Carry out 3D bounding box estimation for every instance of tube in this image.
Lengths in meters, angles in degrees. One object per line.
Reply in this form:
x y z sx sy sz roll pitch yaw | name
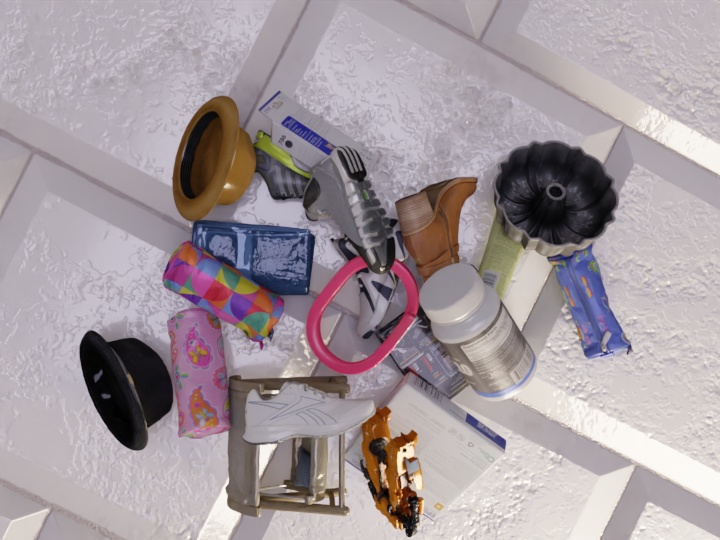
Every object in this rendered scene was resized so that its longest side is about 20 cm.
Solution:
0.230 -0.023 1.233 0.058 0.052 0.201 52 51 -40 | tube

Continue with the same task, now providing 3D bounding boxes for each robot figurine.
0.053 0.319 1.184 0.058 0.145 0.201 -24 125 -25 | robot figurine

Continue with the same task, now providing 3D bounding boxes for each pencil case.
-0.211 0.037 1.173 0.199 0.088 0.089 35 88 -14 | pencil case
0.377 0.052 1.250 0.078 0.087 0.201 -21 91 18 | pencil case
-0.254 0.159 1.187 0.087 0.088 0.202 -10 73 -4 | pencil case

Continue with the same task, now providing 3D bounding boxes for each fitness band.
0.004 0.067 1.181 0.143 0.037 0.200 41 100 6 | fitness band

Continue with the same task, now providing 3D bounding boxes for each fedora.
-0.221 -0.169 1.191 0.081 0.200 0.202 15 90 -41 | fedora
-0.358 0.176 1.187 0.091 0.200 0.202 -22 92 -38 | fedora

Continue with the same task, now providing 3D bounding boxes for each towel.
-0.175 -0.019 1.230 0.198 0.049 0.113 5 91 -4 | towel

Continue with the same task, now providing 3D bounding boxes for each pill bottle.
0.175 0.092 1.137 0.114 0.114 0.200 -38 119 -3 | pill bottle

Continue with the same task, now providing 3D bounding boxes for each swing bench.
-0.117 0.271 1.192 0.198 0.130 0.201 0 88 -3 | swing bench

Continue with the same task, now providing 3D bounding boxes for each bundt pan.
0.306 -0.106 1.220 0.200 0.076 0.203 1 61 -2 | bundt pan

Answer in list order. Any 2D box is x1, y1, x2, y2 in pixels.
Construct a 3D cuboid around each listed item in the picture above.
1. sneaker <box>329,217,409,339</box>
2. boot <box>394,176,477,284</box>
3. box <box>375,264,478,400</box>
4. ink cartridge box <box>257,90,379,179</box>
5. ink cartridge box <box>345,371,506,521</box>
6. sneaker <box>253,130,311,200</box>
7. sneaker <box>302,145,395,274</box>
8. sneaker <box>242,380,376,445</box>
0.000 0.000 1.230 0.129 0.079 0.201 21 98 5 | sneaker
0.141 -0.061 1.207 0.076 0.200 0.157 -13 100 39 | boot
0.149 0.111 1.252 0.199 0.050 0.158 -36 93 -3 | box
-0.070 -0.204 1.210 0.199 0.100 0.039 34 125 -3 | ink cartridge box
0.101 0.290 1.238 0.196 0.043 0.200 36 120 -4 | ink cartridge box
-0.103 -0.139 1.229 0.199 0.074 0.081 36 95 4 | sneaker
-0.025 -0.078 1.156 0.115 0.075 0.202 -22 85 34 | sneaker
-0.077 0.201 1.099 0.198 0.075 0.088 -7 82 1 | sneaker
